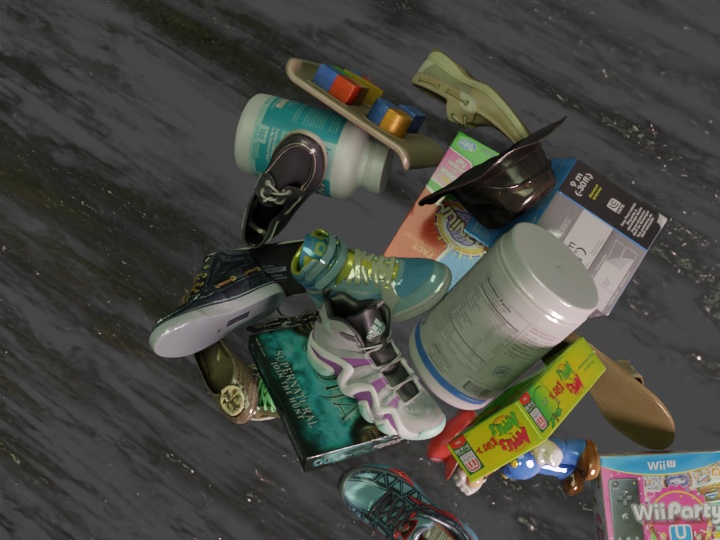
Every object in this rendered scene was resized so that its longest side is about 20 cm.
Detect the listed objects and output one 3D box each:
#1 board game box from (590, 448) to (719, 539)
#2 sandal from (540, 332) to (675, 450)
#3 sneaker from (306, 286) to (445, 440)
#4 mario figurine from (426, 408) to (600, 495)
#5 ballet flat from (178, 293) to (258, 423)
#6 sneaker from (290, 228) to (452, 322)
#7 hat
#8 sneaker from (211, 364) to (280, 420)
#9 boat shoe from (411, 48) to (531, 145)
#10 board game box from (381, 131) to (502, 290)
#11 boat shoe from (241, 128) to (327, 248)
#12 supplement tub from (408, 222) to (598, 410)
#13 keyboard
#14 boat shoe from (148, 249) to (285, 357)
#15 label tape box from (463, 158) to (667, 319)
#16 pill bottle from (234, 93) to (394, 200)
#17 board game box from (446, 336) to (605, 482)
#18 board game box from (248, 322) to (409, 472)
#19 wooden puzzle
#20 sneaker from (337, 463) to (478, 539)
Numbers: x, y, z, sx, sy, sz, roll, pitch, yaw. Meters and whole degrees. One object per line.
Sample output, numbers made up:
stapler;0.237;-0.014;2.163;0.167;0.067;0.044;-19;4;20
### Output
board game box;0.357;0.317;0.907;0.146;0.064;0.202;-4;79;5
sandal;0.310;0.126;0.944;0.211;0.078;0.070;39;46;-7
sneaker;0.021;0.092;0.866;0.199;0.141;0.078;32;42;24
mario figurine;0.176;0.236;0.915;0.198;0.106;0.125;10;107;-2
ballet flat;-0.189;0.107;0.980;0.067;0.046;0.201;-39;60;14
sneaker;0.000;0.000;0.918;0.198;0.131;0.080;-12;47;33
hat;0.172;-0.099;0.912;0.200;0.201;0.081;-31;94;0
sneaker;-0.098;0.158;0.976;0.198;0.089;0.078;3;80;8
boat shoe;0.145;-0.218;1.020;0.065;0.072;0.200;-47;60;9
board game box;0.143;-0.059;1.014;0.152;0.040;0.201;31;84;11
boat shoe;-0.101;-0.096;0.975;0.072;0.200;0.063;31;49;-8
supplement tub;0.160;0.057;0.889;0.132;0.132;0.200;49;123;13
keyboard;-0.114;0.026;1.040;0.198;0.021;0.128;-8;76;6
boat shoe;-0.194;0.037;0.963;0.091;0.199;0.071;47;131;20
label tape box;0.251;-0.055;0.952;0.199;0.063;0.145;34;84;2
pill bottle;-0.058;-0.160;1.021;0.198;0.111;0.112;15;81;10
board game box;0.184;0.145;0.830;0.102;0.199;0.048;-43;79;35
board game box;-0.041;0.141;0.928;0.134;0.028;0.200;-10;43;-25
wooden puzzle;0.019;-0.209;0.985;0.200;0.185;0.046;40;110;10
sneaker;0.061;0.298;0.928;0.199;0.096;0.080;28;83;11
